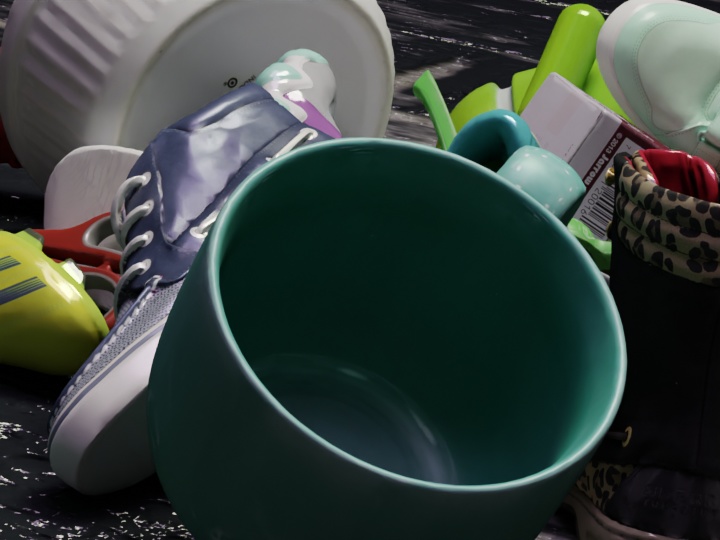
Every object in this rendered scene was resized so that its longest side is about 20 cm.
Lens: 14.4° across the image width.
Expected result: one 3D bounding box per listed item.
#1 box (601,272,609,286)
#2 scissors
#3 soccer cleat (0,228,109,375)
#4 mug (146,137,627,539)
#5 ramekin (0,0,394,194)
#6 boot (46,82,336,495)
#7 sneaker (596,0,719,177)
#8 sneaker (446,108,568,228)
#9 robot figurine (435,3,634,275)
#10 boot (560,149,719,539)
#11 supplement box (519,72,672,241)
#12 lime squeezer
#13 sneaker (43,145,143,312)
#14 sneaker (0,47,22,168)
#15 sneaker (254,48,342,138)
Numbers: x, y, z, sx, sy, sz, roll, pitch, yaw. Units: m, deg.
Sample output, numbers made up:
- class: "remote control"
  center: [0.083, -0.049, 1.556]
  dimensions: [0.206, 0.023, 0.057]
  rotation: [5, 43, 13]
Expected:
- class: "box"
  center: [0.040, -0.011, 1.335]
  dimensions: [0.200, 0.041, 0.156]
  rotation: [25, 0, 34]
- class: "scissors"
  center: [-0.158, -0.012, 1.328]
  dimensions: [0.200, 0.014, 0.073]
  rotation: [19, 61, 43]
- class: "soccer cleat"
  center: [-0.194, 0.011, 1.227]
  dimensions: [0.200, 0.065, 0.084]
  rotation: [22, 48, 29]
- class: "mug"
  center: [0.015, 0.044, 1.004]
  dimensions: [0.184, 0.115, 0.152]
  rotation: [-8, 56, -31]
- class: "ramekin"
  center: [-0.074, -0.093, 1.423]
  dimensions: [0.202, 0.203, 0.094]
  rotation: [0, 28, -34]
- class: "boot"
  center: [-0.074, 0.005, 1.121]
  dimensions: [0.090, 0.073, 0.200]
  rotation: [36, 49, 18]
- class: "sneaker"
  center: [0.210, -0.066, 1.358]
  dimensions: [0.200, 0.074, 0.118]
  rotation: [35, -6, -12]
- class: "sneaker"
  center: [0.010, 0.016, 1.114]
  dimensions: [0.077, 0.080, 0.200]
  rotation: [22, 58, 27]
- class: "robot figurine"
  center: [0.127, -0.055, 1.475]
  dimensions: [0.199, 0.116, 0.176]
  rotation: [-15, -29, 10]
- class: "boot"
  center: [0.113, 0.027, 1.127]
  dimensions: [0.073, 0.151, 0.200]
  rotation: [8, 13, -7]
- class: "supplement box"
  center: [0.164, -0.008, 1.332]
  dimensions: [0.200, 0.061, 0.109]
  rotation: [33, 6, -16]
- class: "lime squeezer"
  center: [0.081, -0.022, 1.209]
  dimensions: [0.200, 0.038, 0.071]
  rotation: [27, 49, 36]
- class: "sneaker"
  center: [-0.057, 0.001, 1.332]
  dimensions: [0.200, 0.075, 0.088]
  rotation: [24, 7, 26]
- class: "sneaker"
  center: [-0.174, -0.061, 1.504]
  dimensions: [0.199, 0.116, 0.078]
  rotation: [-18, 33, 13]
- class: "sneaker"
  center: [0.000, 0.000, 1.221]
  dimensions: [0.139, 0.078, 0.200]
  rotation: [16, 55, 0]
